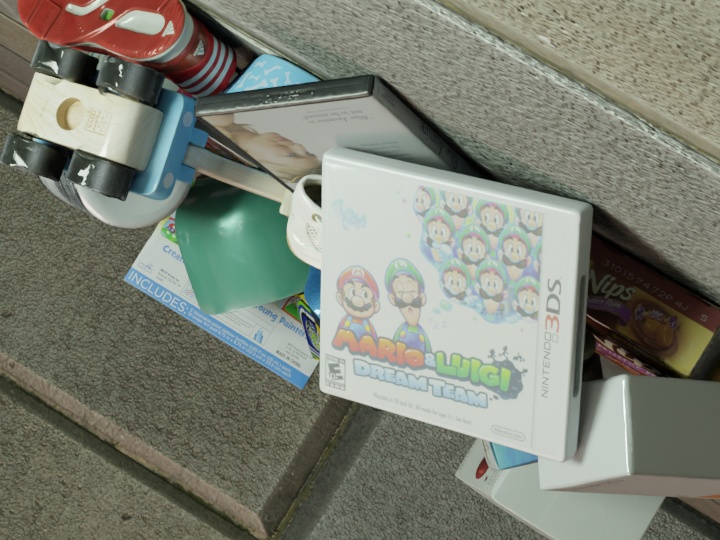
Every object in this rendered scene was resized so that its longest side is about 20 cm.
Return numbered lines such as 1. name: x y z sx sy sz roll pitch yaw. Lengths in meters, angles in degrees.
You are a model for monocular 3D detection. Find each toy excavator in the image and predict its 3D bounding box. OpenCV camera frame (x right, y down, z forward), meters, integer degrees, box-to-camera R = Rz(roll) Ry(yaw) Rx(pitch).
1. toy excavator: -0.143 -0.093 1.582 0.194 0.100 0.200 17 180 29

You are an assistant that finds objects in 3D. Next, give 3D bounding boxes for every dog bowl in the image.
1. dog bowl: -0.054 -0.118 1.588 0.111 0.050 0.200 32 175 -9

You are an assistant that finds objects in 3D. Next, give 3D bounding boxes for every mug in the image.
1. mug: -0.079 -0.045 1.833 0.152 0.115 0.185 -13 -169 32

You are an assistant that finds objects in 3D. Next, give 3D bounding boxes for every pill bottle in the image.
1. pill bottle: -0.217 -0.101 1.747 0.106 0.106 0.200 33 176 -24

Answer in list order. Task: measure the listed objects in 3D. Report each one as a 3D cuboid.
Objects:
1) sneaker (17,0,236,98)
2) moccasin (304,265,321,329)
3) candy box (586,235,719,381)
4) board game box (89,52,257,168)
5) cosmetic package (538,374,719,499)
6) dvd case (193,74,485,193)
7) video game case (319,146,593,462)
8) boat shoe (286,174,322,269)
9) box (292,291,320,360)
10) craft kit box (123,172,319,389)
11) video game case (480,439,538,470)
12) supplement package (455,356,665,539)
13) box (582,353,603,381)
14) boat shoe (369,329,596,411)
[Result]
1. sneaker: -0.176 -0.177 1.610 0.200 0.078 0.115 30 174 43
2. moccasin: 0.000 0.000 1.583 0.068 0.080 0.200 59 -150 -22
3. candy box: 0.209 0.042 1.519 0.116 0.057 0.200 32 175 17
4. board game box: -0.155 -0.156 1.796 0.147 0.064 0.200 33 174 -16
5. cosmetic package: 0.232 0.119 1.455 0.199 0.072 0.101 7 166 -32
6. dvd case: -0.007 -0.081 1.462 0.142 0.018 0.200 -5 157 29
7. video game case: 0.060 0.022 1.408 0.199 0.183 0.024 15 -154 29
8. boat shoe: 0.041 -0.015 1.464 0.199 0.071 0.069 18 147 10
9. box: 0.009 0.040 1.710 0.065 0.070 0.200 70 164 -8
10. craft kit box: -0.087 -0.023 1.937 0.200 0.198 0.049 32 179 -1
11. video game case: 0.199 0.121 1.711 0.181 0.199 0.046 71 -176 -83
12. supplement package: 0.213 0.164 1.983 0.147 0.192 0.200 33 175 -6
13. box: 0.123 0.035 1.653 0.078 0.095 0.200 -18 153 18
14. boat shoe: 0.083 0.078 1.521 0.199 0.066 0.075 -5 -158 23
